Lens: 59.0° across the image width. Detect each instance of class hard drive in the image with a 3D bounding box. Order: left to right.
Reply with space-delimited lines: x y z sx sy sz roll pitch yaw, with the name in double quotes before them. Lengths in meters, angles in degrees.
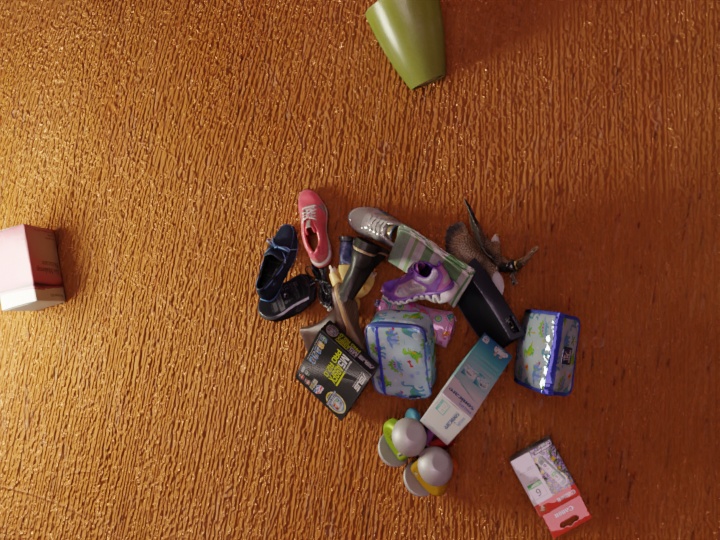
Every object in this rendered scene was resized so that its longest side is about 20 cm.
"hard drive" 0.281 0.086 1.455 0.042 0.135 0.203 -27 78 -25

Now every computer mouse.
"computer mouse" -0.159 0.071 1.573 0.195 0.053 0.141 -23 58 4

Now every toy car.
"toy car" 0.144 0.405 1.461 0.200 0.176 0.149 45 60 11

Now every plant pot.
"plant pot" 0.129 -0.547 1.519 0.182 0.187 0.206 -20 98 8

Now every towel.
"towel" 0.157 -0.009 1.455 0.197 0.154 0.024 34 58 11

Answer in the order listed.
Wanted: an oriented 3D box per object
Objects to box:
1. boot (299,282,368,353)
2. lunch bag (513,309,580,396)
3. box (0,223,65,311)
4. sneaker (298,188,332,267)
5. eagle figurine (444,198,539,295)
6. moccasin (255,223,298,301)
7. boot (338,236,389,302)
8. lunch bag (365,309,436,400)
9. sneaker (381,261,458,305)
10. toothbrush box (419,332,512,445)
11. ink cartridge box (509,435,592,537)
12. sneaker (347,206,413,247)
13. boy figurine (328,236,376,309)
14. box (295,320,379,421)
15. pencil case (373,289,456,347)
"boot" -0.078 0.131 1.505 0.161 0.073 0.205 -8 113 26
"lunch bag" 0.409 0.176 1.391 0.123 0.200 0.176 8 87 11
"box" -0.874 -0.005 1.677 0.105 0.128 0.207 -14 85 8
"sneaker" -0.114 -0.115 1.557 0.071 0.087 0.206 -16 73 8
"eagle figurine" 0.286 -0.050 1.471 0.196 0.151 0.155 29 106 0
"moccasin" -0.202 -0.026 1.562 0.078 0.069 0.206 6 68 17
"boot" 0.000 0.000 1.463 0.076 0.199 0.142 24 95 16
"lunch bag" 0.092 0.195 1.465 0.156 0.083 0.206 4 118 22
"sneaker" 0.125 0.021 1.436 0.196 0.081 0.090 -6 121 40
"toothbrush box" 0.232 0.261 1.400 0.084 0.148 0.200 36 54 10
"ink cartridge box" 0.432 0.495 1.440 0.107 0.050 0.204 -30 81 7
"sneaker" 0.057 -0.103 1.536 0.195 0.081 0.079 22 92 12
"boy figurine" -0.019 0.021 1.549 0.120 0.064 0.208 2 90 -17
"box" -0.058 0.237 1.494 0.159 0.044 0.202 41 133 11
"pencil case" 0.128 0.113 1.506 0.194 0.087 0.090 19 90 13
